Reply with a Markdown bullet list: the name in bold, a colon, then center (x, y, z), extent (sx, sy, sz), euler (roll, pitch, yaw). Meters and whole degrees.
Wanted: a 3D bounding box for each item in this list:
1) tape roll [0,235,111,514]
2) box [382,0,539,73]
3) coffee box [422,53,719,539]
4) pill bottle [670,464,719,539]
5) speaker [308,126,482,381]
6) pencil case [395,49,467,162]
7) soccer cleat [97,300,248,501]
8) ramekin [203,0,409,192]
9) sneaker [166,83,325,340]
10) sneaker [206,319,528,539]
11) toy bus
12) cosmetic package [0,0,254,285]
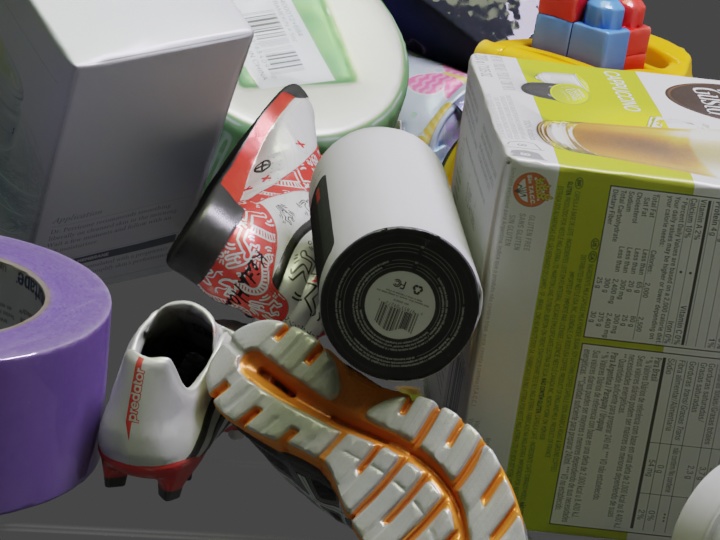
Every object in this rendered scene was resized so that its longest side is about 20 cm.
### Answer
- **tape roll**: center (-0.228, 0.048, 1.398), extent (0.199, 0.085, 0.200), euler (6, 19, -2)
- **box**: center (0.057, -0.203, 1.986), extent (0.200, 0.148, 0.104), euler (39, 69, 14)
- **coffee box**: center (0.148, 0.014, 1.463), extent (0.197, 0.201, 0.200), euler (6, 20, -5)
- **pill bottle**: center (0.236, 0.156, 1.234), extent (0.112, 0.113, 0.200), euler (-11, 26, -42)
- **speaker**: center (0.015, -0.013, 1.424), extent (0.081, 0.082, 0.200), euler (6, 17, -5)
- **pencil case**: center (0.016, -0.114, 1.953), extent (0.091, 0.083, 0.200), euler (-39, 42, -23)
- **soccer cleat**: center (-0.086, 0.050, 1.449), extent (0.068, 0.086, 0.200), euler (12, 20, 13)
- **ramekin**: center (-0.065, -0.122, 1.780), extent (0.199, 0.098, 0.201), euler (12, 50, -14)
- **sneaker**: center (-0.036, -0.027, 1.586), extent (0.108, 0.067, 0.202), euler (36, 29, -6)
- **sneaker**: center (0.011, 0.099, 1.371), extent (0.078, 0.077, 0.200), euler (-44, 59, -11)
- **toy bus**: center (0.151, -0.101, 1.769), extent (0.135, 0.193, 0.200), euler (18, 15, 32)
- **cosmetic package**: center (-0.178, -0.126, 1.624), extent (0.122, 0.200, 0.200), euler (-13, 53, -31)
